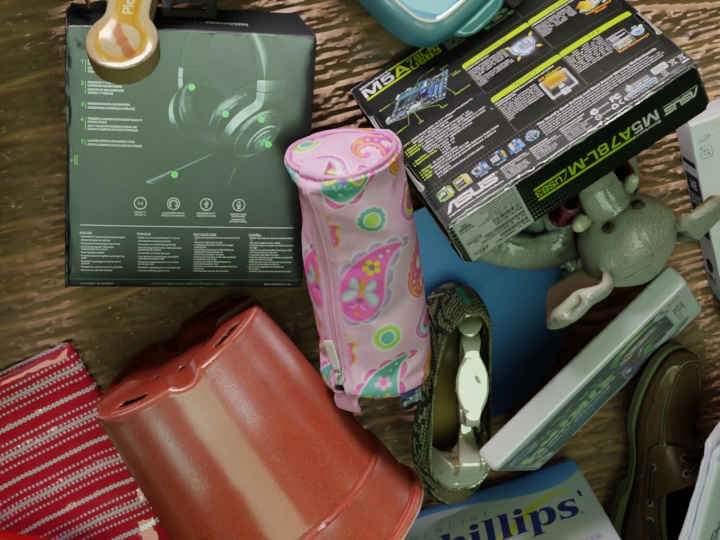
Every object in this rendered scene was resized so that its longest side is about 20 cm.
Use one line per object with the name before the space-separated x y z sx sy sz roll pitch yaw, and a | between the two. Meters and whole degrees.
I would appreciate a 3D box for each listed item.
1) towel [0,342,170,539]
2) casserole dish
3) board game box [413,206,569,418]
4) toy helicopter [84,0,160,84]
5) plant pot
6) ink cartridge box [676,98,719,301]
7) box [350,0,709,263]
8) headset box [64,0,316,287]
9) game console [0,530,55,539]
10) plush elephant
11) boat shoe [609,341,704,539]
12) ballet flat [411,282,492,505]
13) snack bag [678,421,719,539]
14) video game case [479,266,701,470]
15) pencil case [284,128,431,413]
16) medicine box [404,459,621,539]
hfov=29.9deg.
towel | -0.252 0.170 1.084 0.144 0.023 0.201 -25 113 -3
casserole dish | 0.028 -0.250 0.953 0.121 0.039 0.200 -43 101 4
board game box | 0.076 0.028 1.091 0.200 0.039 0.158 38 94 -27
toy helicopter | -0.153 -0.207 0.884 0.131 0.201 0.079 4 149 1
plant pot | -0.087 0.139 1.025 0.200 0.201 0.196 -33 105 2
ink cartridge box | 0.327 -0.049 1.112 0.099 0.039 0.201 -19 112 -4
box | 0.112 -0.123 0.956 0.199 0.193 0.048 -34 129 2
headset box | -0.126 -0.096 0.970 0.173 0.093 0.202 -1 110 -11
game console | -0.295 0.299 1.099 0.176 0.031 0.201 12 114 -7
plush elephant | 0.166 -0.045 0.992 0.164 0.155 0.201 -40 111 -16
boat shoe | 0.269 0.160 1.153 0.072 0.068 0.201 -14 120 -32
ballet flat | 0.077 0.111 1.057 0.067 0.075 0.201 -6 112 -14
snack bag | 0.298 0.198 1.136 0.021 0.188 0.201 19 115 23
video game case | 0.189 0.085 1.073 0.200 0.182 0.023 -45 72 7
pencil case | 0.000 0.000 0.954 0.087 0.088 0.201 -11 121 -7
medicine box | 0.132 0.277 1.103 0.181 0.200 0.103 -18 123 -5
